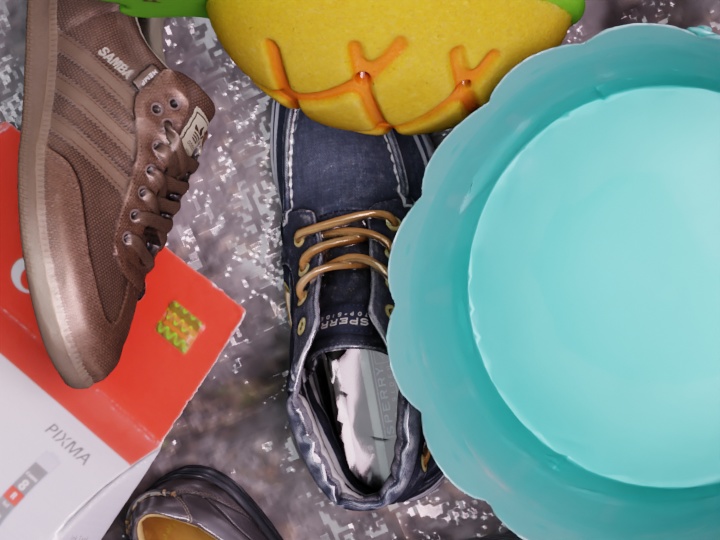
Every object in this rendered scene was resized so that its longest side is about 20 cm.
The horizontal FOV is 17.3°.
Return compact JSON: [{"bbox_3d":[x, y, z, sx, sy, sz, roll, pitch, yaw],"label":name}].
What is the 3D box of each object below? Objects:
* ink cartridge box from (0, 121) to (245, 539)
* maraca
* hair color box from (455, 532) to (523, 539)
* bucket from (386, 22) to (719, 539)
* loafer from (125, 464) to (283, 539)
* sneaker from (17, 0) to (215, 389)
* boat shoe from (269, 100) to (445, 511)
[{"bbox_3d":[-0.165,0.055,1.016,0.162,0.050,0.200,37,100,26],"label":"ink cartridge box"},{"bbox_3d":[-0.010,-0.109,0.934,0.200,0.137,0.107,3,81,-17],"label":"maraca"},{"bbox_3d":[0.062,0.210,0.967,0.099,0.061,0.200,-4,89,-22],"label":"hair color box"},{"bbox_3d":[0.118,0.009,0.938,0.207,0.135,0.207,0,92,12],"label":"bucket"},{"bbox_3d":[-0.030,0.170,1.003,0.200,0.072,0.073,44,97,7],"label":"loafer"},{"bbox_3d":[-0.099,-0.051,0.990,0.075,0.070,0.200,-6,69,6],"label":"sneaker"},{"bbox_3d":[0.000,0.000,0.984,0.071,0.091,0.200,-12,89,11],"label":"boat shoe"}]
